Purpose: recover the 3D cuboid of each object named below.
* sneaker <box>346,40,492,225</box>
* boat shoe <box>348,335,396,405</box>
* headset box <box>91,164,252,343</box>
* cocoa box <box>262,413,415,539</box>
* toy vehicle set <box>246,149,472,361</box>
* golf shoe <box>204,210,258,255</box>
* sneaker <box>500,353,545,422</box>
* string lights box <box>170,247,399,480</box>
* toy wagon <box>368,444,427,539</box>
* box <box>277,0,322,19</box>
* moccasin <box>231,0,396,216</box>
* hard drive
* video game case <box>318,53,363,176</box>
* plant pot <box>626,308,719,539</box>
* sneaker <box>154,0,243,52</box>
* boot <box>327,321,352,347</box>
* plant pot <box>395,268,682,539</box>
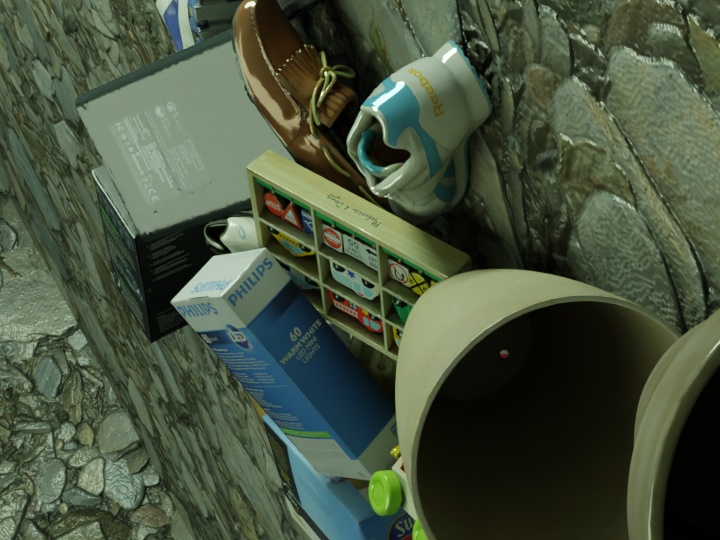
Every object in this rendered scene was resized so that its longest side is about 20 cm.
[{"bbox_3d":[0.030,-0.084,1.016,0.077,0.080,0.200,57,165,17],"label":"sneaker"},{"bbox_3d":[0.035,0.055,1.206,0.065,0.072,0.201,29,138,28],"label":"boat shoe"},{"bbox_3d":[-0.157,-0.050,1.437,0.093,0.173,0.201,53,160,27],"label":"headset box"},{"bbox_3d":[0.019,0.197,1.344,0.200,0.132,0.132,38,149,53],"label":"cocoa box"},{"bbox_3d":[0.000,0.000,1.111,0.199,0.026,0.125,29,144,31],"label":"toy vehicle set"},{"bbox_3d":[-0.092,-0.029,1.316,0.200,0.096,0.079,170,118,-77],"label":"golf shoe"},{"bbox_3d":[0.131,0.126,1.032,0.200,0.080,0.075,31,117,49],"label":"sneaker"},{"bbox_3d":[-0.055,0.078,1.198,0.200,0.059,0.102,52,155,-18],"label":"string lights box"},{"bbox_3d":[0.084,0.160,1.089,0.200,0.154,0.040,37,122,55],"label":"toy wagon"},{"bbox_3d":[-0.063,-0.265,1.105,0.144,0.036,0.200,66,161,-7],"label":"box"},{"bbox_3d":[-0.029,-0.119,1.117,0.077,0.074,0.203,-24,96,36],"label":"moccasin"},{"bbox_3d":[-0.134,-0.113,1.234,0.199,0.033,0.141,-16,106,35],"label":"hard drive"},{"bbox_3d":[-0.042,-0.114,1.253,0.200,0.019,0.144,24,129,65],"label":"video game case"},{"bbox_3d":[0.200,0.087,0.646,0.174,0.198,0.202,-125,11,-84],"label":"plant pot"},{"bbox_3d":[-0.128,-0.192,1.292,0.115,0.080,0.201,-129,36,-52],"label":"sneaker"},{"bbox_3d":[-0.029,0.042,1.353,0.199,0.069,0.133,25,131,53],"label":"boot"},{"bbox_3d":[0.097,0.074,0.934,0.200,0.186,0.189,-126,15,-69],"label":"plant pot"}]
